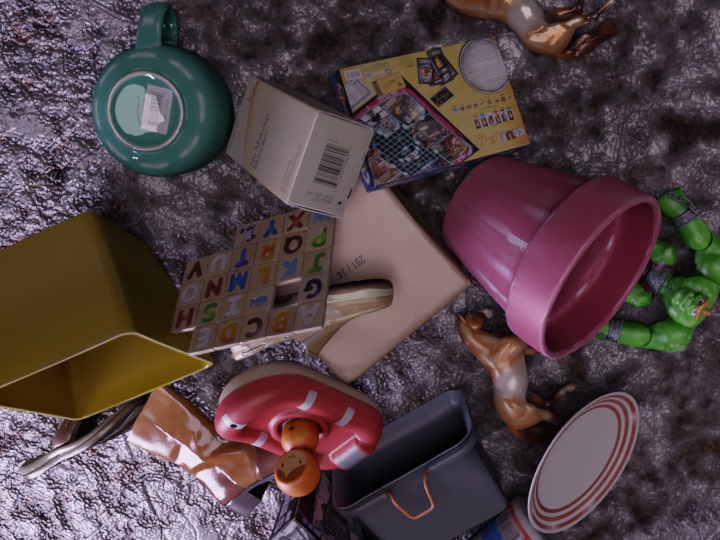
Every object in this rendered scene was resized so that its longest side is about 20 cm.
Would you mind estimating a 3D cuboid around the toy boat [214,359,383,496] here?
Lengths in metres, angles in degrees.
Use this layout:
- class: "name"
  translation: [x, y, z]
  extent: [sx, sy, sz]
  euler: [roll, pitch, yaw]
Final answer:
- class: "toy boat"
  translation: [-0.071, 0.194, 0.890]
  extent: [0.200, 0.131, 0.130]
  euler: [28, 129, -26]

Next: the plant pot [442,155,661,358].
- class: "plant pot"
  translation: [0.198, -0.033, 0.867]
  extent: [0.179, 0.200, 0.200]
  euler: [37, 105, 35]

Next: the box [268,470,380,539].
- class: "box"
  translation: [-0.018, 0.355, 0.988]
  extent: [0.200, 0.158, 0.050]
  euler: [45, 101, -5]

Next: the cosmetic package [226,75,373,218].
- class: "cosmetic package"
  translation: [-0.073, -0.142, 0.863]
  extent: [0.073, 0.200, 0.104]
  euler: [12, 105, -33]

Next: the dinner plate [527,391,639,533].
- class: "dinner plate"
  translation: [0.271, 0.234, 0.960]
  extent: [0.200, 0.024, 0.201]
  euler: [-20, 124, -32]

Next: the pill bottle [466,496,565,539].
- class: "pill bottle"
  translation: [0.169, 0.398, 1.008]
  extent: [0.112, 0.112, 0.200]
  euler: [44, 102, -6]

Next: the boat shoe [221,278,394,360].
- class: "boat shoe"
  translation: [-0.054, 0.059, 0.866]
  extent: [0.199, 0.072, 0.076]
  euler: [-12, 88, 17]

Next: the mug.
- class: "mug"
  translation: [-0.242, -0.199, 0.908]
  extent: [0.152, 0.114, 0.185]
  euler: [-33, 98, 10]

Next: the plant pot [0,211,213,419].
- class: "plant pot"
  translation: [-0.322, 0.050, 0.921]
  extent: [0.199, 0.200, 0.177]
  euler: [-22, 68, 8]

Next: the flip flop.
- class: "flip flop"
  translation: [-0.372, 0.212, 1.030]
  extent: [0.200, 0.081, 0.058]
  euler: [-29, 84, 14]

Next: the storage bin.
- class: "storage bin"
  translation: [0.084, 0.273, 0.982]
  extent: [0.200, 0.146, 0.134]
  euler: [-33, 108, 10]

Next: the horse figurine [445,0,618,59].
- class: "horse figurine"
  translation: [0.202, -0.305, 0.887]
  extent: [0.200, 0.050, 0.133]
  euler: [36, 114, -10]

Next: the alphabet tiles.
- class: "alphabet tiles"
  translation: [-0.120, 0.009, 0.862]
  extent: [0.199, 0.168, 0.008]
  euler: [-13, 141, 23]

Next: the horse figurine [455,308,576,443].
- class: "horse figurine"
  translation: [0.206, 0.136, 0.975]
  extent: [0.132, 0.050, 0.201]
  euler: [-14, 97, -2]

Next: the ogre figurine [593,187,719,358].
- class: "ogre figurine"
  translation: [0.365, 0.014, 0.928]
  extent: [0.120, 0.098, 0.200]
  euler: [30, 87, 15]

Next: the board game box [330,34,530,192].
- class: "board game box"
  translation: [0.081, -0.178, 0.878]
  extent: [0.199, 0.035, 0.136]
  euler: [-16, 88, -18]

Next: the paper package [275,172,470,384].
- class: "paper package"
  translation: [0.000, 0.000, 0.940]
  extent: [0.200, 0.103, 0.191]
  euler: [-40, 96, 10]

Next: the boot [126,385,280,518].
- class: "boot"
  translation: [-0.181, 0.202, 1.020]
  extent: [0.200, 0.069, 0.188]
  euler: [37, 112, -4]
